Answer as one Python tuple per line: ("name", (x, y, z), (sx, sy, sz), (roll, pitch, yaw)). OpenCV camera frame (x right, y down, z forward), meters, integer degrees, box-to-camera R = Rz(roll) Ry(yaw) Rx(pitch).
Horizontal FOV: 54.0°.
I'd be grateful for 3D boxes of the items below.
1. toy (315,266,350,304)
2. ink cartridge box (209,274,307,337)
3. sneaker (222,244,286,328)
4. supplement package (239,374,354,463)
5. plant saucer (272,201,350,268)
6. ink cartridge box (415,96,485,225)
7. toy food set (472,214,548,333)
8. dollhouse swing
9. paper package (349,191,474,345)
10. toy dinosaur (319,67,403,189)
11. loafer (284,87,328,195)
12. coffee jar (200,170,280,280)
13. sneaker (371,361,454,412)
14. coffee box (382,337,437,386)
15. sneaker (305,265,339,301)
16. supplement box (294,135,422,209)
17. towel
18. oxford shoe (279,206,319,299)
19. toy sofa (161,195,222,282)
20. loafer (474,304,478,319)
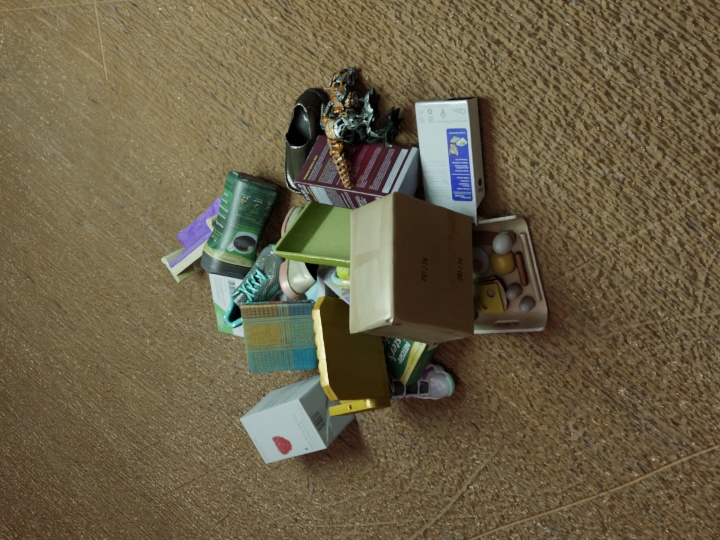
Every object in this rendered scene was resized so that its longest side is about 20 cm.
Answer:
("toy", (0.000, 0.000, 1.218), (0.200, 0.114, 0.048), (-137, 37, -62))
("ink cartridge box", (-0.206, 0.064, 1.465), (0.198, 0.084, 0.146), (9, 115, 30))
("sneaker", (-0.200, 0.040, 1.341), (0.077, 0.091, 0.201), (38, 124, 13))
("supplement package", (-0.137, 0.318, 1.517), (0.199, 0.120, 0.122), (-25, 98, 39))
("plant saucer", (-0.021, -0.072, 1.224), (0.198, 0.200, 0.048), (8, 137, 30))
("ink cartridge box", (0.147, -0.175, 1.144), (0.099, 0.039, 0.202), (8, 113, 36))
("toy food set", (0.219, 0.009, 1.176), (0.142, 0.060, 0.202), (-7, 107, 35))
("dollhouse swing", (-0.053, 0.150, 1.238), (0.181, 0.175, 0.202), (-23, 71, 46))
("paper package", (0.081, 0.004, 1.085), (0.103, 0.189, 0.202), (-19, 66, 47))
("toy dinosaur", (-0.010, -0.240, 1.174), (0.135, 0.102, 0.202), (-5, 97, 32))
("loafer", (-0.112, -0.227, 1.275), (0.072, 0.071, 0.202), (22, 122, 23))
("coffee jar", (-0.234, -0.083, 1.362), (0.085, 0.104, 0.202), (34, 106, 50))
("sneaker", (0.066, 0.225, 1.325), (0.198, 0.140, 0.079), (6, 115, 31))
("coffee box", (0.054, 0.099, 1.301), (0.200, 0.044, 0.124), (47, 131, 29))
("sneaker", (-0.078, 0.042, 1.390), (0.082, 0.073, 0.202), (30, 124, 39))
("supplement box", (-0.001, -0.162, 1.204), (0.198, 0.110, 0.061), (14, 155, 28))
("towel", (-0.153, 0.129, 1.369), (0.145, 0.022, 0.201), (-3, 135, -4))
("oxford shoe", (-0.100, -0.042, 1.303), (0.073, 0.202, 0.071), (-24, 141, 28))
("toy sofa", (-0.339, -0.065, 1.493), (0.199, 0.083, 0.098), (-31, 94, 39))
("loafer", (0.101, 0.075, 1.203), (0.198, 0.070, 0.076), (5, 144, 16))
